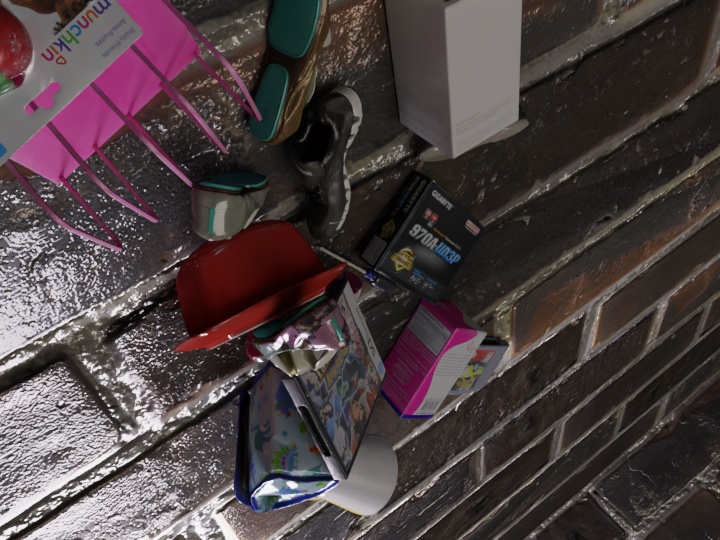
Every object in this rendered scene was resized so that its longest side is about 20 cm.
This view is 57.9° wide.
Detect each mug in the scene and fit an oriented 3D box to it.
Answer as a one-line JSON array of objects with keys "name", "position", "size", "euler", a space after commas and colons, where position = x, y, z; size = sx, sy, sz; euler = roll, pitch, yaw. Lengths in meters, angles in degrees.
[{"name": "mug", "position": [-0.043, 0.382, 1.210], "size": [0.153, 0.149, 0.188], "euler": [29, 95, -42]}]

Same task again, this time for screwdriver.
[{"name": "screwdriver", "position": [0.000, 0.000, 1.002], "size": [0.028, 0.029, 0.200], "euler": [-52, 146, 7]}]

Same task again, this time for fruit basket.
[{"name": "fruit basket", "position": [-0.297, -0.194, 0.472], "size": [0.185, 0.094, 0.200], "euler": [-43, 109, -4]}]

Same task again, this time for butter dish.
[{"name": "butter dish", "position": [-0.147, -0.003, 0.790], "size": [0.199, 0.149, 0.199], "euler": [-25, 180, -28]}]

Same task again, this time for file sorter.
[{"name": "file sorter", "position": [-0.206, -0.132, 0.589], "size": [0.200, 0.125, 0.139], "euler": [-44, 171, -3]}]

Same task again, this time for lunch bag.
[{"name": "lunch bag", "position": [-0.119, 0.249, 0.955], "size": [0.126, 0.172, 0.200], "euler": [10, 148, -20]}]

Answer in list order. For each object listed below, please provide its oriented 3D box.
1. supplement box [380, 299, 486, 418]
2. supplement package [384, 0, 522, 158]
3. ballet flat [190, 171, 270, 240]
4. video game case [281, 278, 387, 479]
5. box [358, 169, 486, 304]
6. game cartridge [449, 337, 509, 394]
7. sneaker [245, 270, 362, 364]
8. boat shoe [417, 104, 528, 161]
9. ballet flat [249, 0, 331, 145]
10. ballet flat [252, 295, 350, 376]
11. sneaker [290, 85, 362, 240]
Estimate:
[{"name": "supplement box", "position": [0.126, 0.163, 1.203], "size": [0.101, 0.103, 0.201], "euler": [13, 114, -46]}, {"name": "supplement package", "position": [0.118, -0.270, 0.810], "size": [0.119, 0.121, 0.201], "euler": [-31, 140, -17]}, {"name": "ballet flat", "position": [-0.143, -0.070, 0.710], "size": [0.067, 0.200, 0.064], "euler": [7, 102, 0]}, {"name": "video game case", "position": [-0.026, 0.142, 0.881], "size": [0.182, 0.025, 0.201], "euler": [68, 29, -29]}, {"name": "box", "position": [0.103, -0.046, 1.039], "size": [0.160, 0.046, 0.199], "euler": [-56, 141, 3]}, {"name": "game cartridge", "position": [0.226, 0.203, 1.383], "size": [0.199, 0.041, 0.134], "euler": [7, 121, -45]}, {"name": "sneaker", "position": [-0.076, 0.086, 0.969], "size": [0.199, 0.081, 0.089], "euler": [-29, 137, -20]}, {"name": "boat shoe", "position": [0.159, -0.212, 0.962], "size": [0.198, 0.057, 0.067], "euler": [-20, 170, -24]}, {"name": "ballet flat", "position": [-0.068, -0.235, 0.724], "size": [0.072, 0.067, 0.202], "euler": [-26, 141, -54]}, {"name": "ballet flat", "position": [-0.069, 0.081, 0.736], "size": [0.069, 0.072, 0.200], "euler": [-28, -179, -30]}, {"name": "sneaker", "position": [-0.053, -0.124, 0.808], "size": [0.090, 0.066, 0.202], "euler": [-31, 140, -51]}]
